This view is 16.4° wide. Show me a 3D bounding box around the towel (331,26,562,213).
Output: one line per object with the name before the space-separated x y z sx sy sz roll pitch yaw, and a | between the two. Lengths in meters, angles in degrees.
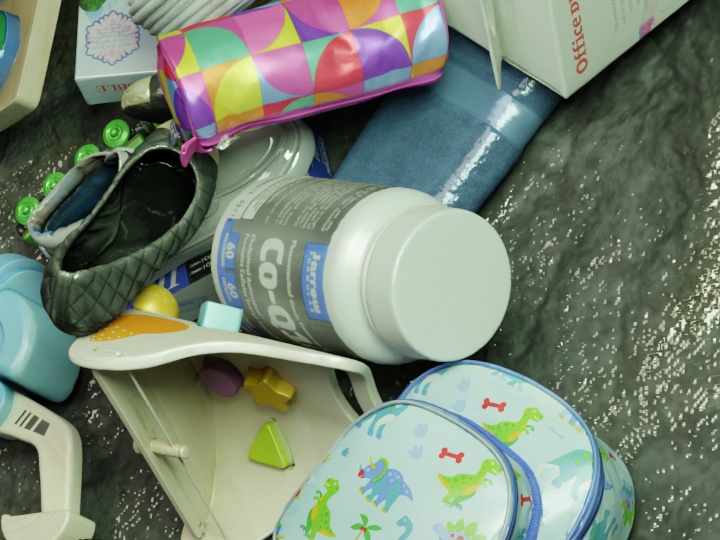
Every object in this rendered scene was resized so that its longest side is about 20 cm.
towel | 0.073 -0.108 1.710 0.112 0.049 0.200 35 89 37

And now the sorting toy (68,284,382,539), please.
sorting toy | -0.061 0.091 1.640 0.180 0.200 0.107 3 48 29

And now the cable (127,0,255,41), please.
cable | -0.075 -0.228 1.706 0.200 0.069 0.200 -37 10 22

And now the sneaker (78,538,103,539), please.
sneaker | -0.128 0.234 1.667 0.199 0.070 0.094 7 88 41

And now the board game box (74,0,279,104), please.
board game box | -0.106 -0.225 1.842 0.199 0.041 0.200 -5 65 9

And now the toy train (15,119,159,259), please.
toy train | -0.174 -0.079 1.859 0.200 0.042 0.056 -41 63 10

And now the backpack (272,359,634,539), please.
backpack | 0.061 0.158 1.535 0.183 0.147 0.200 32 82 34

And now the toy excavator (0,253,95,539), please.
toy excavator | -0.246 0.091 1.787 0.200 0.100 0.195 18 79 35

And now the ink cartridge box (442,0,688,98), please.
ink cartridge box | 0.135 -0.222 1.627 0.200 0.129 0.125 -38 50 -21

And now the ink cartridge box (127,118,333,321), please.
ink cartridge box | -0.110 -0.024 1.789 0.200 0.044 0.094 -27 55 20

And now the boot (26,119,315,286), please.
boot | -0.133 -0.057 1.729 0.200 0.096 0.074 -34 51 14

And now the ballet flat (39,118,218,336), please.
ballet flat | -0.144 -0.036 1.637 0.066 0.057 0.200 24 50 7

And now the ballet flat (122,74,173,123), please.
ballet flat | -0.070 -0.144 1.746 0.199 0.066 0.057 -15 79 4

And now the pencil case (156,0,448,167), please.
pencil case | -0.039 -0.136 1.649 0.199 0.088 0.089 -19 54 -12

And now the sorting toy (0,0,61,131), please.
sorting toy | -0.299 -0.201 1.920 0.199 0.069 0.201 -22 54 55

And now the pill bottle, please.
pill bottle | 0.000 0.000 1.617 0.200 0.114 0.114 9 73 55
